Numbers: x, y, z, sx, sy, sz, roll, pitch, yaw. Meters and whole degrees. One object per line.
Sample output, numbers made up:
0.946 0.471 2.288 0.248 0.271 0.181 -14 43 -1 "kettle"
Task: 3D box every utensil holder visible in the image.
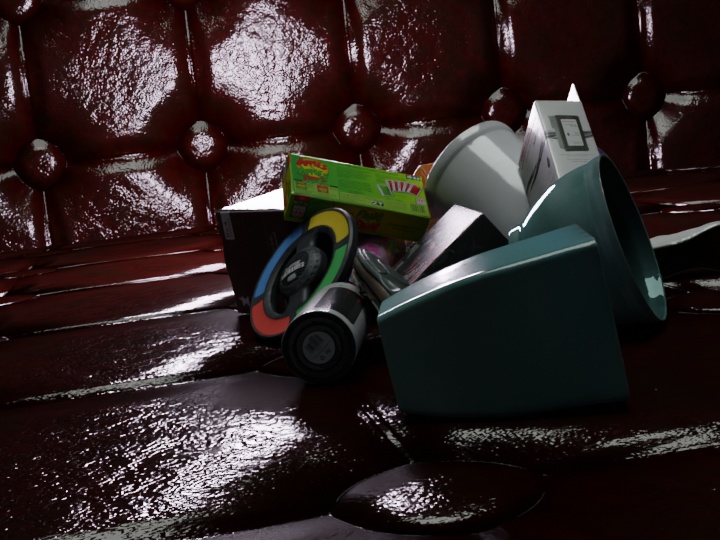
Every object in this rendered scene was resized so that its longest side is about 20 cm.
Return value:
0.217 -0.088 1.552 0.170 0.170 0.200 -13 47 -40 "utensil holder"

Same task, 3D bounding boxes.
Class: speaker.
-0.034 0.067 1.230 0.081 0.082 0.200 -5 7 7 "speaker"

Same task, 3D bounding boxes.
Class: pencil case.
0.000 0.000 1.511 0.087 0.088 0.200 -3 25 24 "pencil case"

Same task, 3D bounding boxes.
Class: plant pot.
0.254 -0.017 1.259 0.134 0.201 0.200 -21 2 23 "plant pot"
0.121 0.054 0.989 0.199 0.142 0.141 -13 7 5 "plant pot"

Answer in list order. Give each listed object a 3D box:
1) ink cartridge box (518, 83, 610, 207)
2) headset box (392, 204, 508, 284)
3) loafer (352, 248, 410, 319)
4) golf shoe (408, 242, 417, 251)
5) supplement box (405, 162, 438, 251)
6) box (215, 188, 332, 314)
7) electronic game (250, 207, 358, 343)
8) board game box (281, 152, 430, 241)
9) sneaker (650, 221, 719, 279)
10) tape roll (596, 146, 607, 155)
0.256 -0.139 1.414 0.068 0.116 0.200 0 48 -7 "ink cartridge box"
0.111 -0.002 1.372 0.149 0.075 0.200 -45 9 0 "headset box"
0.028 0.038 1.245 0.072 0.063 0.200 29 10 -31 "loafer"
0.154 -0.016 1.634 0.092 0.073 0.200 32 29 27 "golf shoe"
0.087 -0.083 1.707 0.066 0.069 0.200 -16 -25 -37 "supplement box"
-0.080 -0.038 1.649 0.164 0.167 0.200 2 19 44 "box"
-0.075 0.005 1.421 0.042 0.200 0.200 36 -16 -29 "electronic game"
-0.008 -0.103 1.536 0.199 0.048 0.102 9 37 -14 "board game box"
0.476 -0.034 1.565 0.199 0.073 0.085 -8 10 -4 "sneaker"
0.334 -0.112 1.785 0.199 0.201 0.066 -10 8 -27 "tape roll"
